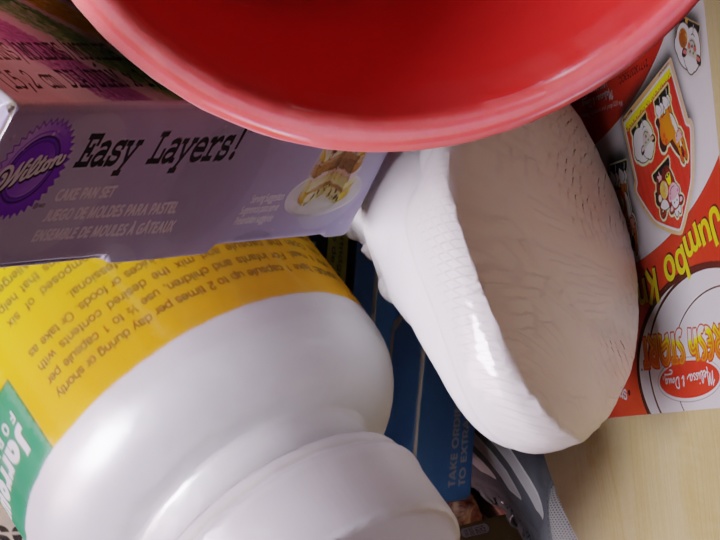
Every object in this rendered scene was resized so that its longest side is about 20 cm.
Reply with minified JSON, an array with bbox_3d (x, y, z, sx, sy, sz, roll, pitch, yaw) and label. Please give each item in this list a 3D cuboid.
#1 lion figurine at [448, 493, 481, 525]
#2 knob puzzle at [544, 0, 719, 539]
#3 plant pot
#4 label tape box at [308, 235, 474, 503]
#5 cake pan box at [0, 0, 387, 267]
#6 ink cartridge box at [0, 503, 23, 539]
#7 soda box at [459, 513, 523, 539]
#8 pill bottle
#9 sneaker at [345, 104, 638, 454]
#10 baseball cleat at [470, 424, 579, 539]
[{"bbox_3d":[-0.035,0.069,1.208,0.200,0.122,0.072,-118,11,-48],"label":"lion figurine"},{"bbox_3d":[0.089,0.008,0.822,0.220,0.030,0.220,176,90,-71],"label":"knob puzzle"},{"bbox_3d":[-0.012,-0.147,0.709,0.200,0.200,0.177,68,170,-24],"label":"plant pot"},{"bbox_3d":[0.000,0.000,0.964,0.200,0.066,0.143,14,101,62],"label":"label tape box"},{"bbox_3d":[-0.106,-0.073,0.727,0.184,0.200,0.052,37,110,22],"label":"cake pan box"},{"bbox_3d":[-0.089,0.077,0.904,0.084,0.145,0.200,-62,38,40],"label":"ink cartridge box"},{"bbox_3d":[0.073,0.150,0.955,0.200,0.064,0.068,-113,10,-66],"label":"soda box"},{"bbox_3d":[-0.061,0.021,0.825,0.200,0.113,0.113,52,160,27],"label":"pill bottle"},{"bbox_3d":[0.011,-0.028,0.828,0.088,0.075,0.200,-37,56,32],"label":"sneaker"},{"bbox_3d":[0.062,0.077,0.951,0.200,0.070,0.106,154,129,-71],"label":"baseball cleat"}]
